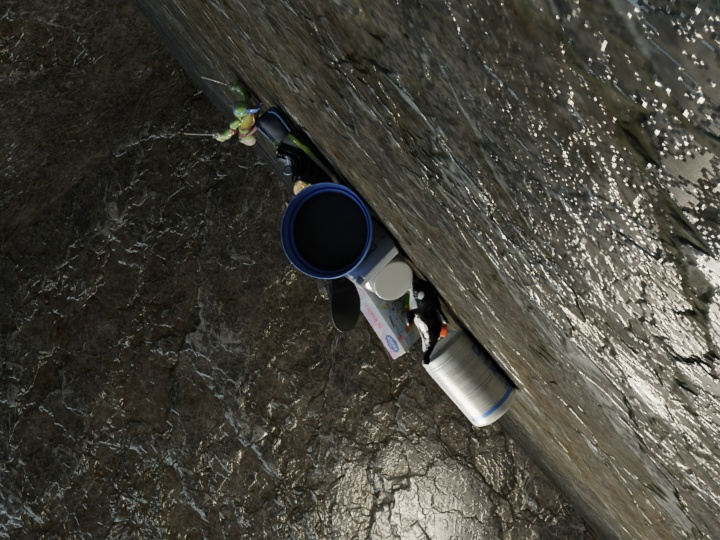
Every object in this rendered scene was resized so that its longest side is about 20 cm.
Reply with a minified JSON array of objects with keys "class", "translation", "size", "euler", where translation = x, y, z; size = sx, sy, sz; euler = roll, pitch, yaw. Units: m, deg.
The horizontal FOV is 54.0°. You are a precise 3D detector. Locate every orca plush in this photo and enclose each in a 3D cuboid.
[{"class":"orca plush","translation":[0.157,0.116,1.566],"size":[0.071,0.105,0.201],"euler":[15,110,44]}]

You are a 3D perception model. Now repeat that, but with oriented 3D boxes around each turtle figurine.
[{"class":"turtle figurine","translation":[-0.327,-0.402,1.801],"size":[0.194,0.199,0.145],"euler":[39,-137,-79]}]

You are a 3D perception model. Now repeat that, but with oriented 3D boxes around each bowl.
[{"class":"bowl","translation":[-0.068,-0.083,1.480],"size":[0.201,0.201,0.039],"euler":[48,-167,11]}]

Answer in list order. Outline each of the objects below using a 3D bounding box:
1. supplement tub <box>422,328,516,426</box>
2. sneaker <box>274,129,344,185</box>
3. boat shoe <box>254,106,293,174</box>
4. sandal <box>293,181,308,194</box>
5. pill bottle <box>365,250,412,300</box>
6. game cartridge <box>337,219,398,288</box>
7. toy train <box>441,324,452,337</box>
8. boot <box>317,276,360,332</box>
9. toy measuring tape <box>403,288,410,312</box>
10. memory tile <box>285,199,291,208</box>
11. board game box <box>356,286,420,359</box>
[{"class":"supplement tub","translation":[0.255,0.251,1.653],"size":[0.200,0.132,0.132],"euler":[49,178,-4]},{"class":"sneaker","translation":[-0.109,-0.210,1.518],"size":[0.200,0.083,0.072],"euler":[50,178,-19]},{"class":"boat shoe","translation":[-0.159,-0.267,1.563],"size":[0.200,0.069,0.084],"euler":[55,-170,-23]},{"class":"sandal","translation":[-0.126,-0.226,1.979],"size":[0.069,0.078,0.212],"euler":[28,-178,6]},{"class":"pill bottle","translation":[0.032,-0.020,1.608],"size":[0.114,0.114,0.200],"euler":[50,178,-37]},{"class":"game cartridge","translation":[-0.015,-0.059,1.544],"size":[0.200,0.133,0.042],"euler":[39,165,38]},{"class":"toy train","translation":[0.152,0.123,1.886],"size":[0.199,0.056,0.150],"euler":[13,-167,9]},{"class":"boot","translation":[-0.060,0.048,1.654],"size":[0.174,0.069,0.201],"euler":[153,112,-72]},{"class":"toy measuring tape","translation":[0.119,0.065,1.703],"size":[0.200,0.074,0.074],"euler":[41,-176,-43]},{"class":"memory tile","translation":[-0.125,-0.102,1.713],"size":[0.153,0.017,0.200],"euler":[48,177,1]},{"class":"board game box","translation":[0.072,0.094,1.728],"size":[0.200,0.041,0.200],"euler":[57,-155,2]}]
